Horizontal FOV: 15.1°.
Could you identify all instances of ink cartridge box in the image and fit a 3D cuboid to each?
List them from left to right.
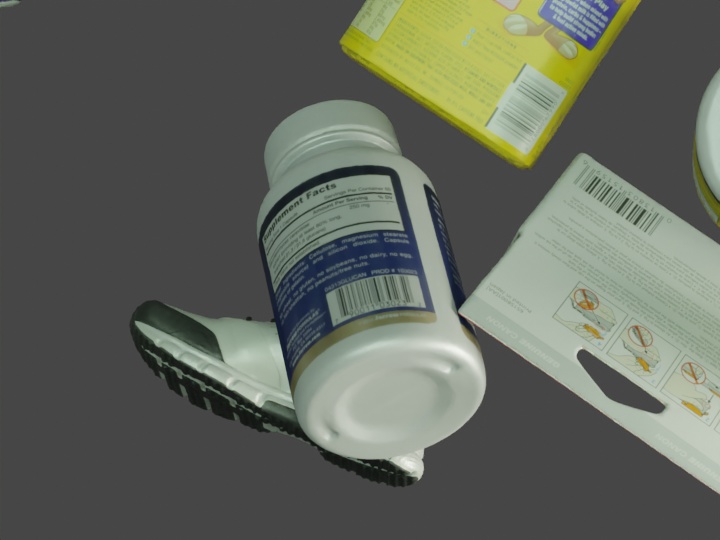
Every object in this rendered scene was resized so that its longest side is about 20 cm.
[{"bbox_3d":[0.168,0.042,1.567,0.200,0.044,0.174,35,47,7],"label":"ink cartridge box"}]

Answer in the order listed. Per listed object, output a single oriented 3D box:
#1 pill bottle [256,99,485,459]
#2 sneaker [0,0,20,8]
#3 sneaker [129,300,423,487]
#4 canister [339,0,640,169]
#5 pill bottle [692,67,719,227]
[{"bbox_3d":[0.000,0.000,1.574,0.111,0.111,0.201,-18,51,5],"label":"pill bottle"},{"bbox_3d":[-0.225,-0.263,1.679,0.083,0.081,0.201,-3,94,-10],"label":"sneaker"},{"bbox_3d":[-0.043,0.059,1.639,0.199,0.074,0.080,23,73,4],"label":"sneaker"},{"bbox_3d":[0.097,-0.180,1.621,0.148,0.087,0.200,34,92,7],"label":"canister"},{"bbox_3d":[0.246,-0.067,1.539,0.114,0.200,0.115,0,86,7],"label":"pill bottle"}]
